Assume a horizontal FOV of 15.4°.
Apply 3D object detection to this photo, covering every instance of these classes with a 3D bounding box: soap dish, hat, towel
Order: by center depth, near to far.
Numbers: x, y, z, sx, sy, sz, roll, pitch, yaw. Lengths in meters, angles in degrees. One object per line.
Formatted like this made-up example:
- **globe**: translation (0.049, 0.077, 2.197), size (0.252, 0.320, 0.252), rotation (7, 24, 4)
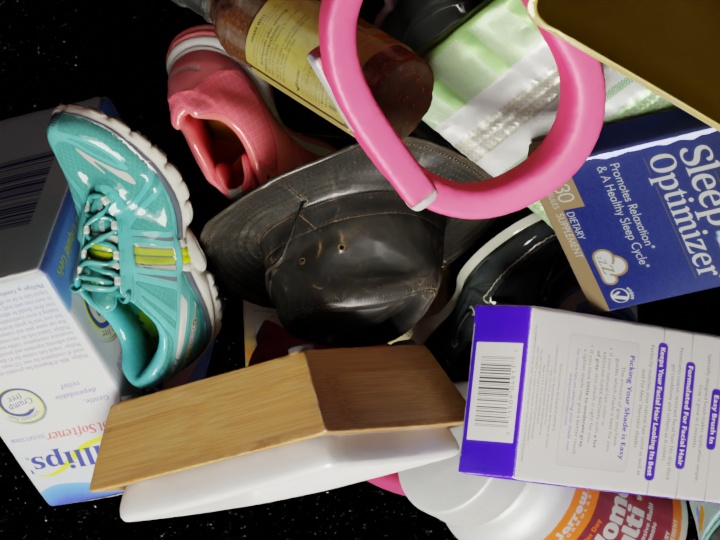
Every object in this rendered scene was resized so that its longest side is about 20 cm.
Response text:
- **towel**: translation (0.136, -0.096, 1.616), size (0.200, 0.031, 0.149), rotation (39, 125, -21)
- **hat**: translation (0.000, 0.000, 1.682), size (0.200, 0.081, 0.201), rotation (-8, 149, -5)
- **soap dish**: translation (-0.052, 0.101, 1.687), size (0.200, 0.081, 0.157), rotation (-16, 171, 37)

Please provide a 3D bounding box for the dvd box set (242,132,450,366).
- **dvd box set**: translation (-0.009, -0.006, 1.822), size (0.146, 0.029, 0.200), rotation (5, 132, 6)

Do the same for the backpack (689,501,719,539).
- **backpack**: translation (0.321, 0.145, 1.809), size (0.200, 0.153, 0.176), rotation (13, 137, -28)

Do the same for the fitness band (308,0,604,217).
- **fitness band**: translation (0.057, -0.118, 1.520), size (0.144, 0.037, 0.200), rotation (-35, 119, -1)

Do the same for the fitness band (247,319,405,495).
- **fitness band**: translation (-0.005, 0.095, 1.828), size (0.143, 0.037, 0.200), rotation (20, 155, 18)

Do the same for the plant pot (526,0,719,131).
- **plant pot**: translation (0.230, -0.210, 1.482), size (0.200, 0.176, 0.200), rotation (29, 125, -15)

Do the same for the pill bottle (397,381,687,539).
- **pill bottle**: translation (0.122, 0.149, 1.779), size (0.110, 0.110, 0.200), rotation (-28, 143, 31)

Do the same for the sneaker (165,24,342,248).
- **sneaker**: translation (-0.065, -0.061, 1.705), size (0.074, 0.087, 0.200), rotation (-23, 124, 28)

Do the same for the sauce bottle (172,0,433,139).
- **sauce bottle**: translation (-0.043, -0.144, 1.618), size (0.200, 0.066, 0.066), rotation (35, 143, 32)

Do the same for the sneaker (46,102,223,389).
- **sneaker**: translation (-0.146, -0.014, 1.661), size (0.077, 0.080, 0.200), rotation (6, 130, 40)

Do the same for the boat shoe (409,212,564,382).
- **boat shoe**: translation (0.093, 0.032, 1.754), size (0.074, 0.066, 0.199), rotation (-14, 155, -40)

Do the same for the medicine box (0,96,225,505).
- **medicine box**: translation (-0.189, 0.021, 1.779), size (0.103, 0.182, 0.200), rotation (-12, 129, 22)

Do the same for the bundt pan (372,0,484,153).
- **bundt pan**: translation (0.110, -0.154, 1.632), size (0.202, 0.076, 0.202), rotation (6, 134, 6)

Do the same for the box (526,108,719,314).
- **box**: translation (0.213, -0.046, 1.603), size (0.200, 0.032, 0.121), rotation (-14, 125, 21)

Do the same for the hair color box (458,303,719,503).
- **hair color box**: translation (0.161, 0.086, 1.694), size (0.200, 0.109, 0.065), rotation (10, 175, -33)

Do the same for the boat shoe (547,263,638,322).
- **boat shoe**: translation (0.135, 0.058, 1.823), size (0.072, 0.072, 0.200), rotation (21, 137, -16)
